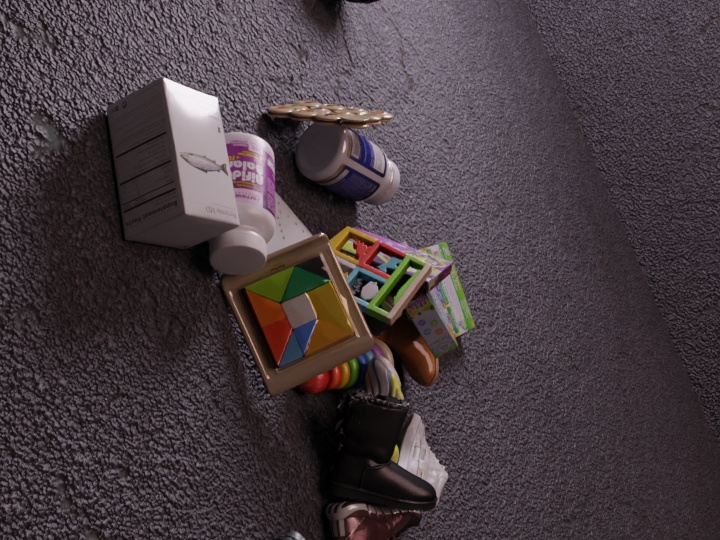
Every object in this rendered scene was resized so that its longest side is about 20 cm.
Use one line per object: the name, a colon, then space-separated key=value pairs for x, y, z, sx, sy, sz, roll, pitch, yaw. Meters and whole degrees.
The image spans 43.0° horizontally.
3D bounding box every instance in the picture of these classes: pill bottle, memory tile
pill bottle: x=-0.018 y=-0.194 z=1.694 sx=0.200 sy=0.115 sz=0.116 roll=24 pitch=53 yaw=-51
pill bottle: x=-0.183 y=-0.098 z=1.367 sx=0.112 sy=0.112 sz=0.201 roll=33 pitch=42 yaw=-45
memory tile: x=-0.054 y=-0.278 z=1.623 sx=0.153 sy=0.199 sz=0.017 roll=-29 pitch=127 yaw=-59

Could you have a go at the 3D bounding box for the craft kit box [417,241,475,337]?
craft kit box: x=0.155 y=0.049 z=1.901 sx=0.197 sy=0.048 sz=0.201 roll=-15 pitch=85 yaw=-57

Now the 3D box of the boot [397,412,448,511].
boot: x=0.104 y=0.333 z=1.575 sx=0.095 sy=0.074 sz=0.200 roll=27 pitch=32 yaw=-2

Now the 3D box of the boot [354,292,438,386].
boot: x=0.059 y=0.125 z=1.677 sx=0.155 sy=0.074 sz=0.201 roll=4 pitch=57 yaw=-58

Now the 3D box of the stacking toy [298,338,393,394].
stacking toy: x=-0.032 y=0.167 z=1.506 sx=0.200 sy=0.085 sz=0.086 roll=-8 pitch=79 yaw=-53

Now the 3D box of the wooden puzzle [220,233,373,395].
wooden puzzle: x=-0.093 y=0.064 z=1.389 sx=0.185 sy=0.037 sz=0.201 roll=-24 pitch=92 yaw=-19

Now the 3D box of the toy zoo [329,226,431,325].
toy zoo: x=0.000 y=0.000 z=1.512 sx=0.131 sy=0.200 sz=0.020 roll=-50 pitch=154 yaw=-30

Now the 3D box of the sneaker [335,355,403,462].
sneaker: x=0.011 y=0.241 z=1.480 sx=0.105 sy=0.076 sz=0.201 roll=-13 pitch=106 yaw=-33

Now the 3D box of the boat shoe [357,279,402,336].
boat shoe: x=0.024 y=0.044 z=1.581 sx=0.074 sy=0.063 sz=0.202 roll=39 pitch=16 yaw=-19

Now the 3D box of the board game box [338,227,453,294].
board game box: x=0.048 y=-0.019 z=1.590 sx=0.120 sy=0.199 sz=0.032 roll=-38 pitch=143 yaw=-55

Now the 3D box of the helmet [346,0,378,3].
helmet: x=-0.005 y=-0.668 z=1.923 sx=0.200 sy=0.190 sz=0.201 roll=-36 pitch=139 yaw=-39

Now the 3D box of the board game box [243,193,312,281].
board game box: x=-0.123 y=-0.003 z=1.502 sx=0.200 sy=0.026 sz=0.200 roll=50 pitch=36 yaw=-29

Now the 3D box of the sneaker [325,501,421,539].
sneaker: x=0.022 y=0.429 z=1.447 sx=0.200 sy=0.076 sz=0.116 roll=16 pitch=64 yaw=-42

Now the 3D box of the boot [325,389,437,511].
boot: x=0.043 y=0.281 z=1.432 sx=0.197 sy=0.073 sz=0.163 roll=13 pitch=93 yaw=-12

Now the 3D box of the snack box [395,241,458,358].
snack box: x=0.108 y=0.050 z=1.666 sx=0.142 sy=0.053 sz=0.200 roll=56 pitch=9 yaw=-24

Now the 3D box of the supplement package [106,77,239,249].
supplement package: x=-0.261 y=-0.144 z=1.273 sx=0.117 sy=0.117 sz=0.201 roll=10 pitch=65 yaw=-58

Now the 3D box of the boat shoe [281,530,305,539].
boat shoe: x=-0.054 y=0.452 z=1.300 sx=0.200 sy=0.073 sz=0.062 roll=52 pitch=38 yaw=-18
